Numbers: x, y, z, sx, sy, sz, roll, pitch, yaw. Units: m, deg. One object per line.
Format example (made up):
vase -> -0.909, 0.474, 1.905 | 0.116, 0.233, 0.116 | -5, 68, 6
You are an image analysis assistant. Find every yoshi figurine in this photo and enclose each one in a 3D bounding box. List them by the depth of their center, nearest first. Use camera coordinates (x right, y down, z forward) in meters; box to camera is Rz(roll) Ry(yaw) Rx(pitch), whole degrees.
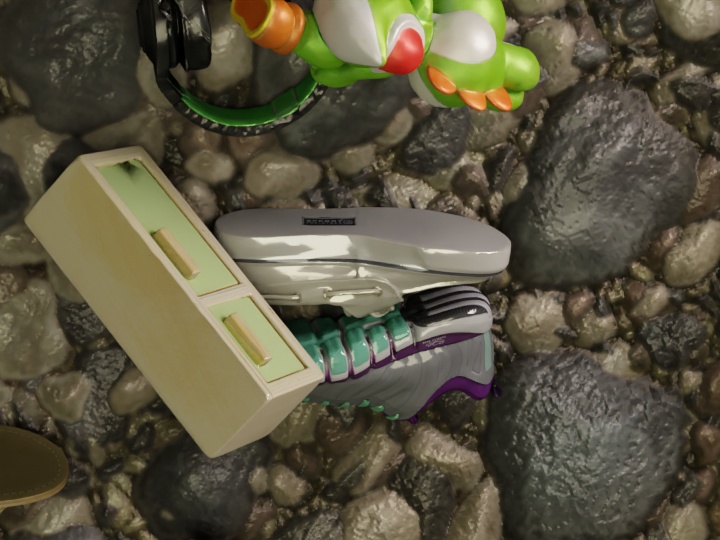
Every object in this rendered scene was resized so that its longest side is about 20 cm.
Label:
yoshi figurine -> 0.021, -0.162, 1.408 | 0.199, 0.112, 0.113 | 20, 75, -29

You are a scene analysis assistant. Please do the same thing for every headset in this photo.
headset -> -0.092, -0.169, 1.415 | 0.123, 0.094, 0.200 | -31, 118, 7

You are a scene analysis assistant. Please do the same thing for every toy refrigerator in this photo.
toy refrigerator -> -0.118, 0.016, 1.437 | 0.070, 0.076, 0.200 | -44, 77, 26

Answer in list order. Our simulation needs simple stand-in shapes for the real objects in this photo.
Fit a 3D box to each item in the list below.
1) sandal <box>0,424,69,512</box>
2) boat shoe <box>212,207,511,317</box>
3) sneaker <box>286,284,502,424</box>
sandal -> -0.300, 0.156, 1.540 | 0.210, 0.078, 0.070 | 0, 129, 4
boat shoe -> 0.000, 0.000, 1.489 | 0.198, 0.072, 0.066 | 0, 113, -1
sneaker -> -0.002, 0.077, 1.515 | 0.198, 0.075, 0.088 | -13, 114, 1
